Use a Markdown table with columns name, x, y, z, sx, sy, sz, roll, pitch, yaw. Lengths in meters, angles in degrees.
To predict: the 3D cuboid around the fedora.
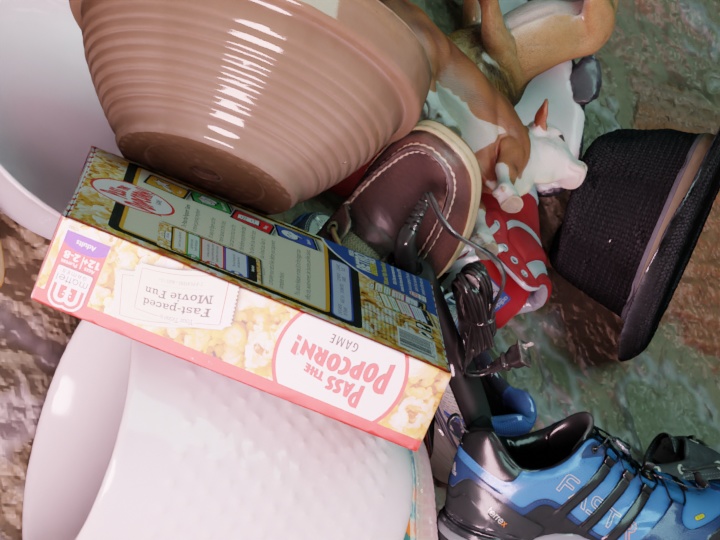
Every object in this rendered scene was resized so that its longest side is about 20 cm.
| name | x | y | z | sx | sy | sz | roll | pitch | yaw |
| --- | --- | --- | --- | --- | --- | --- | --- | --- | --- |
| fedora | 0.188 | -0.040 | 1.423 | 0.091 | 0.202 | 0.201 | 23 | 45 | 10 |

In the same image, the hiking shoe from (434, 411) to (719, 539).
| name | x | y | z | sx | sy | sz | roll | pitch | yaw |
| --- | --- | --- | --- | --- | --- | --- | --- | --- | --- |
| hiking shoe | 0.142 | 0.127 | 1.196 | 0.198 | 0.074 | 0.088 | 1 | 109 | -21 |

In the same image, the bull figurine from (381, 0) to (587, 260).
| name | x | y | z | sx | sy | sz | roll | pitch | yaw |
| --- | --- | --- | --- | --- | --- | --- | --- | --- | --- |
| bull figurine | 0.064 | -0.086 | 1.266 | 0.200 | 0.065 | 0.122 | 37 | 32 | -30 |

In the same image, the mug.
| name | x | y | z | sx | sy | sz | roll | pitch | yaw |
| --- | --- | --- | --- | --- | --- | --- | --- | --- | --- |
| mug | -0.069 | 0.086 | 1.087 | 0.174 | 0.148 | 0.201 | 18 | 46 | -23 |

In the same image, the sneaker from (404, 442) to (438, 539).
| name | x | y | z | sx | sy | sz | roll | pitch | yaw |
| --- | --- | --- | --- | --- | --- | --- | --- | --- | --- |
| sneaker | -0.005 | 0.148 | 1.176 | 0.079 | 0.071 | 0.202 | 9 | 57 | -35 |

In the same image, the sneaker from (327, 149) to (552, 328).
| name | x | y | z | sx | sy | sz | roll | pitch | yaw |
| --- | --- | --- | --- | --- | --- | --- | --- | --- | --- |
| sneaker | 0.049 | -0.025 | 1.325 | 0.199 | 0.071 | 0.113 | 13 | 55 | -39 |

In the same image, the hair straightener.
| name | x | y | z | sx | sy | sz | roll | pitch | yaw |
| --- | --- | --- | --- | --- | --- | --- | --- | --- | --- |
| hair straightener | 0.060 | 0.033 | 1.167 | 0.041 | 0.076 | 0.201 | -82 | 167 | -47 |

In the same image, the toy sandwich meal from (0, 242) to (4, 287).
| name | x | y | z | sx | sy | sz | roll | pitch | yaw |
| --- | --- | --- | --- | --- | --- | --- | --- | --- | --- |
| toy sandwich meal | -0.279 | -0.019 | 1.035 | 0.204 | 0.070 | 0.207 | 16 | 61 | -31 |

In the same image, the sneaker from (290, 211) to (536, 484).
| name | x | y | z | sx | sy | sz | roll | pitch | yaw |
| --- | --- | --- | --- | --- | --- | --- | --- | --- | --- |
| sneaker | 0.036 | 0.035 | 1.268 | 0.200 | 0.085 | 0.077 | 48 | 44 | -8 |

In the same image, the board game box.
| name | x | y | z | sx | sy | sz | roll | pitch | yaw |
| --- | --- | --- | --- | --- | --- | --- | --- | --- | --- |
| board game box | -0.057 | 0.009 | 1.035 | 0.198 | 0.047 | 0.152 | 22 | 14 | -7 |

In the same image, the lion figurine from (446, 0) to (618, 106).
| name | x | y | z | sx | sy | sz | roll | pitch | yaw |
| --- | --- | --- | --- | --- | --- | --- | --- | --- | --- |
| lion figurine | 0.119 | -0.161 | 1.394 | 0.198 | 0.123 | 0.073 | -22 | 35 | -13 |

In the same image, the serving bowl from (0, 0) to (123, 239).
| name | x | y | z | sx | sy | sz | roll | pitch | yaw |
| --- | --- | --- | --- | --- | --- | --- | --- | --- | --- |
| serving bowl | -0.165 | -0.096 | 1.178 | 0.199 | 0.066 | 0.202 | 21 | 54 | -32 |

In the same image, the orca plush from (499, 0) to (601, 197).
| name | x | y | z | sx | sy | sz | roll | pitch | yaw |
| --- | --- | --- | --- | --- | --- | --- | --- | --- | --- |
| orca plush | 0.105 | -0.143 | 1.470 | 0.105 | 0.071 | 0.201 | -31 | 80 | -2 |

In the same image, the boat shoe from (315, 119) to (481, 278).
| name | x | y | z | sx | sy | sz | roll | pitch | yaw |
| --- | --- | --- | --- | --- | --- | --- | --- | --- | --- |
| boat shoe | 0.000 | 0.000 | 1.173 | 0.072 | 0.200 | 0.072 | 43 | 40 | 4 |

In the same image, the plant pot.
| name | x | y | z | sx | sy | sz | roll | pitch | yaw |
| --- | --- | --- | --- | --- | --- | --- | --- | --- | --- |
| plant pot | -0.069 | -0.092 | 1.090 | 0.200 | 0.200 | 0.093 | 29 | 71 | -27 |

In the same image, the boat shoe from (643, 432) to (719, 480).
| name | x | y | z | sx | sy | sz | roll | pitch | yaw |
| --- | --- | --- | --- | --- | --- | --- | --- | --- | --- |
| boat shoe | 0.209 | 0.141 | 1.381 | 0.199 | 0.070 | 0.067 | -12 | 76 | -37 |
